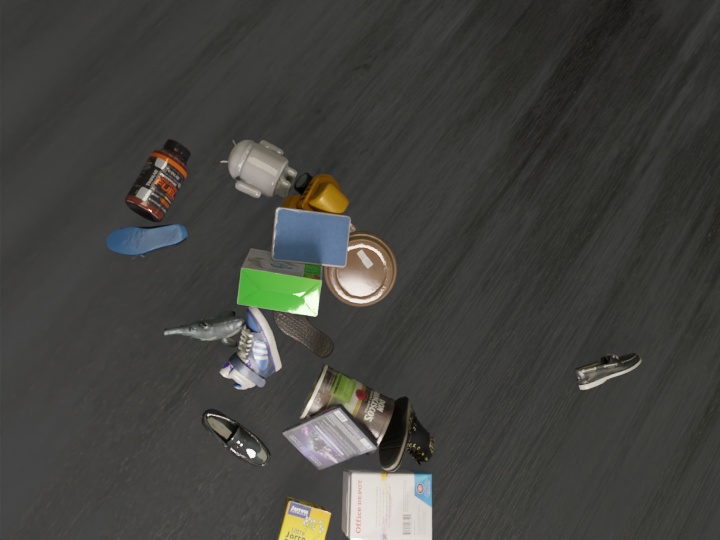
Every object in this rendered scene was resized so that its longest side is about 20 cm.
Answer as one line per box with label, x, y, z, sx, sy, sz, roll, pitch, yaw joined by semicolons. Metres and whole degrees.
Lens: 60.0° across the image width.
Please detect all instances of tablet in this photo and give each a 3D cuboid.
tablet;-0.123;-0.082;1.564;0.195;0.014;0.134;6;92;-19

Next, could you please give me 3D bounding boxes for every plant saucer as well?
plant saucer;0.000;0.000;1.632;0.194;0.030;0.206;0;105;-1

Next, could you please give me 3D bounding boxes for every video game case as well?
video game case;-0.074;0.401;1.485;0.143;0.198;0.019;49;34;-17

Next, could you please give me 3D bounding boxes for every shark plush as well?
shark plush;-0.384;0.132;1.552;0.195;0.083;0.093;8;76;-8

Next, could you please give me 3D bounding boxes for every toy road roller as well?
toy road roller;-0.118;-0.155;1.611;0.122;0.144;0.203;40;68;-31

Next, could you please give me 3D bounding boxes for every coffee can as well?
coffee can;-0.034;0.342;1.534;0.197;0.146;0.149;27;74;-3

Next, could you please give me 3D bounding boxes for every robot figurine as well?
robot figurine;-0.267;-0.269;1.650;0.197;0.113;0.172;27;58;-3

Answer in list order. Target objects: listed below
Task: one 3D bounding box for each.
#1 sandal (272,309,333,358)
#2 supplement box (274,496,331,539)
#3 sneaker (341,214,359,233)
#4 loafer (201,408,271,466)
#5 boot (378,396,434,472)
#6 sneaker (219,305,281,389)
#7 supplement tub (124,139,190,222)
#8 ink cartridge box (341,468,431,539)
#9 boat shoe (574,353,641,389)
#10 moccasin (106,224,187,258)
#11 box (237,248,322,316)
sandal;-0.154;0.152;1.616;0.200;0.045;0.075;44;78;-13
supplement box;-0.149;0.652;1.461;0.107;0.109;0.205;16;75;-5
sneaker;-0.017;-0.052;1.670;0.087;0.074;0.200;-43;96;-1
loafer;-0.303;0.408;1.510;0.199;0.070;0.069;37;74;0
boot;0.120;0.432;1.519;0.155;0.072;0.205;54;32;-25
sneaker;-0.282;0.198;1.518;0.144;0.080;0.204;-27;123;-21
supplement tub;-0.513;-0.234;1.602;0.105;0.107;0.204;25;74;-3
ink cartridge box;0.060;0.558;1.501;0.195;0.146;0.151;4;77;-9
boat shoe;0.683;0.263;1.720;0.196;0.076;0.062;-22;87;-15
moccasin;-0.536;-0.071;1.582;0.194;0.068;0.083;-3;85;-10
box;-0.195;0.029;1.552;0.195;0.177;0.099;9;107;-5
